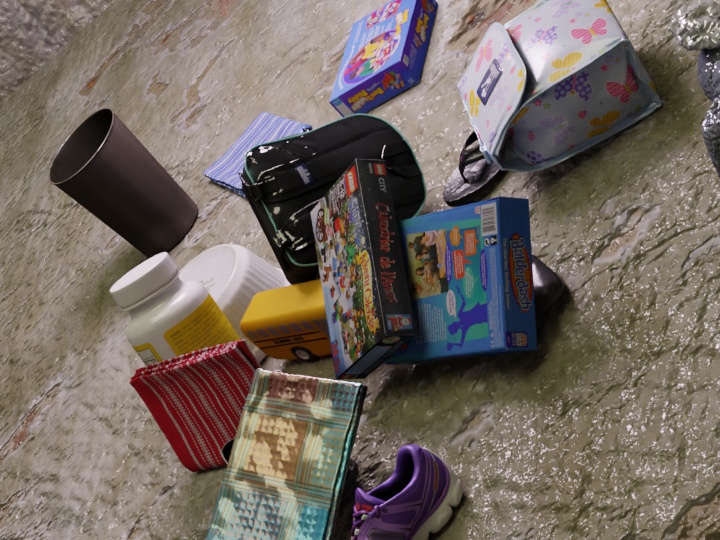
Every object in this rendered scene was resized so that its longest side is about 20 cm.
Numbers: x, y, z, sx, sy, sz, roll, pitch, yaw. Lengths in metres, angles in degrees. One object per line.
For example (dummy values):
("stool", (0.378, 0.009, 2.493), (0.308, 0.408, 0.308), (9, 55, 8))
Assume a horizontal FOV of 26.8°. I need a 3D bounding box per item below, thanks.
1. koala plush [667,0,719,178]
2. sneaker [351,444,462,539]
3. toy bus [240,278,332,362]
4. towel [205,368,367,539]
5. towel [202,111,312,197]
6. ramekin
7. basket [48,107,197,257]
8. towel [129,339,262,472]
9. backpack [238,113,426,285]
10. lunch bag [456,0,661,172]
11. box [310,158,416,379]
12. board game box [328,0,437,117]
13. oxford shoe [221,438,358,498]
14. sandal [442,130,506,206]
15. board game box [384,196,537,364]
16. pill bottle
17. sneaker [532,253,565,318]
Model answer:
("koala plush", (0.374, -0.176, 1.405), (0.184, 0.177, 0.200), (-49, 29, 15))
("sneaker", (0.010, 0.248, 1.403), (0.081, 0.083, 0.200), (0, 52, 55))
("toy bus", (-0.045, 0.054, 1.755), (0.200, 0.078, 0.065), (-12, 41, 47))
("towel", (-0.077, 0.203, 1.536), (0.146, 0.022, 0.201), (5, 74, 32))
("towel", (-0.159, -0.181, 2.305), (0.145, 0.024, 0.200), (-48, 27, -9))
("ramekin", (-0.185, 0.056, 1.931), (0.202, 0.094, 0.203), (-33, 29, 22))
("basket", (-0.355, -0.124, 2.302), (0.136, 0.200, 0.181), (-38, 27, 15))
("towel", (-0.165, 0.157, 1.711), (0.200, 0.145, 0.022), (-18, 18, 43))
("backpack", (-0.025, -0.086, 1.814), (0.199, 0.176, 0.153), (-26, -17, -8))
("lunch bag", (0.210, -0.214, 1.699), (0.200, 0.127, 0.170), (-30, 35, 13))
("box", (0.000, 0.000, 1.621), (0.137, 0.038, 0.201), (134, 132, -57))
("board game box", (0.035, -0.318, 2.203), (0.134, 0.045, 0.200), (-26, 32, 32))
("oxford shoe", (-0.082, 0.208, 1.588), (0.200, 0.084, 0.073), (-6, 44, 49))
("sandal", (0.164, -0.158, 1.795), (0.200, 0.048, 0.075), (-45, 27, -2))
("board game box", (0.096, 0.015, 1.551), (0.200, 0.045, 0.153), (-10, 80, 53))
("pill bottle", (-0.207, 0.083, 1.786), (0.111, 0.200, 0.111), (-31, 14, 8))
("sneaker", (0.138, -0.009, 1.583), (0.074, 0.089, 0.200), (-45, 28, -4))
